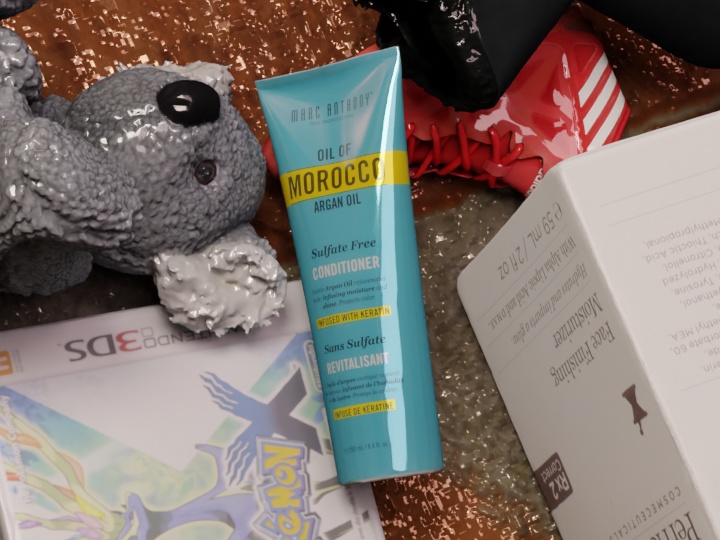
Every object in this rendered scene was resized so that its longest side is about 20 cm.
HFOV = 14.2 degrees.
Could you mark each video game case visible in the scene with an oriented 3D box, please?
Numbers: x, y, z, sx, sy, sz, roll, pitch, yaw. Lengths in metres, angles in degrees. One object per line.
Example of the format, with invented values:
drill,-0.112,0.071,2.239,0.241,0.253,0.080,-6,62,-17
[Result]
video game case,-0.082,0.112,1.368,0.181,0.022,0.201,-10,74,-19

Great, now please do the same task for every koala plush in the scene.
koala plush,-0.130,-0.050,1.358,0.199,0.184,0.178,1,55,-38

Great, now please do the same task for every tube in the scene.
tube,0.000,0.000,1.373,0.077,0.050,0.201,-11,85,19

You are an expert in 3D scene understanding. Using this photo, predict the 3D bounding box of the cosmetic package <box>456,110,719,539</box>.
cosmetic package,0.174,0.044,1.391,0.164,0.165,0.201,-17,75,-21

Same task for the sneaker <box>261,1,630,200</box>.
sneaker,0.055,-0.065,1.445,0.199,0.078,0.116,-29,79,-23

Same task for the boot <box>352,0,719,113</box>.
boot,0.095,-0.130,1.414,0.200,0.076,0.168,43,57,-10
